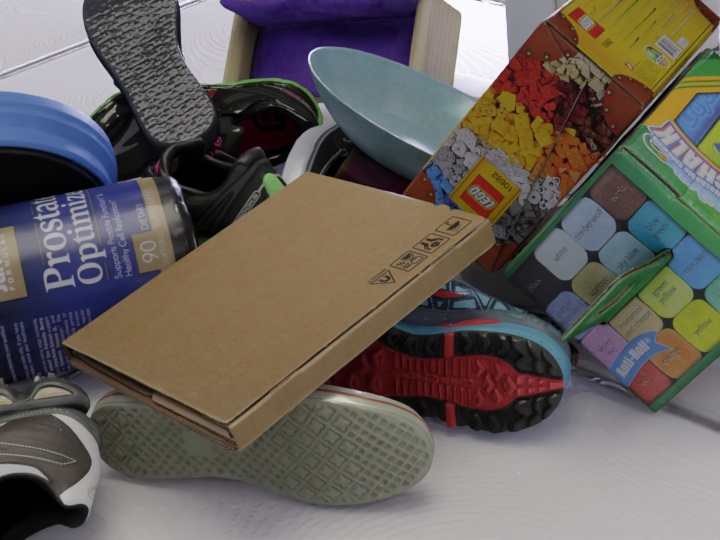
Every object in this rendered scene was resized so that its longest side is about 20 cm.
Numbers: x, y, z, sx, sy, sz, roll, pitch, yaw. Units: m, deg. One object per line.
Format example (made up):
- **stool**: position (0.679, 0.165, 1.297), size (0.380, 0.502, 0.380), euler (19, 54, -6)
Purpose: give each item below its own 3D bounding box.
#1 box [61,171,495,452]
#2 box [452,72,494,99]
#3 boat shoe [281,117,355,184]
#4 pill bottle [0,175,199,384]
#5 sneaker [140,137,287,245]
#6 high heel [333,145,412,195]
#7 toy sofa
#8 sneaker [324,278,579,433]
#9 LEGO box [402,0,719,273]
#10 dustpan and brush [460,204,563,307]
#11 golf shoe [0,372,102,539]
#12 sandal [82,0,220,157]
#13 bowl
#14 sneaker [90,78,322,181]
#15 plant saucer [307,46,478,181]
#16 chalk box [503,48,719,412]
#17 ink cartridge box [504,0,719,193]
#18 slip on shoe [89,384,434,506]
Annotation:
- **box**: position (-0.048, 0.013, 0.818), size (0.200, 0.021, 0.163), euler (-38, 35, -28)
- **box**: position (0.051, -0.151, 1.234), size (0.200, 0.039, 0.041), euler (19, 39, 36)
- **boat shoe**: position (-0.001, -0.077, 1.091), size (0.066, 0.070, 0.200), euler (4, 23, 19)
- **pill bottle**: position (-0.203, 0.011, 0.913), size (0.199, 0.112, 0.112), euler (-12, 30, -13)
- **sneaker**: position (-0.124, -0.052, 1.018), size (0.200, 0.084, 0.077), euler (-6, 25, 37)
- **high heel**: position (0.000, 0.000, 0.968), size (0.096, 0.067, 0.200), euler (32, 52, -4)
- **toy sofa**: position (-0.024, -0.186, 1.197), size (0.200, 0.083, 0.098), euler (3, -10, 33)
- **sneaker**: position (0.032, 0.044, 0.872), size (0.200, 0.080, 0.096), euler (14, 22, 17)
- **LEGO box**: position (0.132, -0.106, 0.915), size (0.077, 0.149, 0.200), euler (42, 34, 4)
- **dustpan and brush**: position (0.088, -0.013, 0.957), size (0.200, 0.057, 0.140), euler (-19, 31, -23)
- **golf shoe**: position (-0.234, 0.121, 0.759), size (0.200, 0.078, 0.095), euler (-19, 43, -4)
- **sandal**: position (-0.164, -0.159, 1.115), size (0.076, 0.043, 0.200), euler (-18, 59, -5)
- **bowl**: position (-0.256, -0.041, 0.950), size (0.200, 0.201, 0.039), euler (-12, 62, -12)
- **sneaker**: position (-0.126, -0.108, 1.135), size (0.199, 0.077, 0.084), euler (-13, 27, -9)
- **plant saucer**: position (0.047, -0.098, 1.042), size (0.201, 0.039, 0.201), euler (23, 22, -10)
- **chalk box**: position (0.180, -0.016, 0.840), size (0.124, 0.125, 0.200), euler (42, 43, 4)
- **ink cartridge box**: position (0.191, -0.177, 1.094), size (0.144, 0.200, 0.084), euler (-16, 27, -19)
- **slip on shoe**: position (-0.053, 0.084, 0.804), size (0.199, 0.074, 0.061), euler (1, 26, 22)
